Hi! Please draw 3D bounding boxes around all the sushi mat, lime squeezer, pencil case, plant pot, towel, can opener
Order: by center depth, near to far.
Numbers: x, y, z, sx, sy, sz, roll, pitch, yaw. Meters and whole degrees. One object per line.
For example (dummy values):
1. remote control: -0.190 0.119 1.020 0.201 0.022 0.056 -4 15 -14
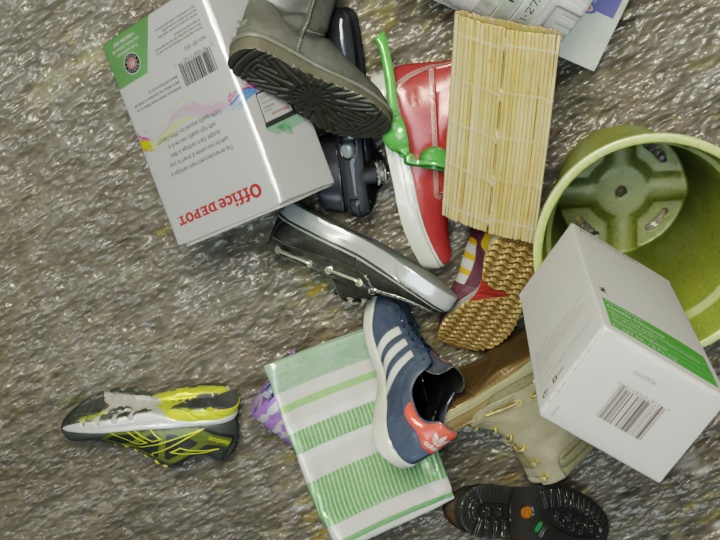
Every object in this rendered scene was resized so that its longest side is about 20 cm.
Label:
1. sushi mat: 0.116 -0.117 0.893 0.095 0.012 0.201 19 131 23
2. plant pot: 0.251 -0.049 0.958 0.198 0.184 0.202 2 112 5
3. lime squeezer: 0.065 -0.121 0.967 0.200 0.038 0.071 45 69 -2
4. can opener: -0.012 -0.148 1.005 0.078 0.063 0.202 -1 111 5
5. towel: 0.003 0.166 1.076 0.151 0.023 0.202 -19 89 -24
6. pencil case: -0.023 0.171 1.123 0.200 0.084 0.086 39 86 -12

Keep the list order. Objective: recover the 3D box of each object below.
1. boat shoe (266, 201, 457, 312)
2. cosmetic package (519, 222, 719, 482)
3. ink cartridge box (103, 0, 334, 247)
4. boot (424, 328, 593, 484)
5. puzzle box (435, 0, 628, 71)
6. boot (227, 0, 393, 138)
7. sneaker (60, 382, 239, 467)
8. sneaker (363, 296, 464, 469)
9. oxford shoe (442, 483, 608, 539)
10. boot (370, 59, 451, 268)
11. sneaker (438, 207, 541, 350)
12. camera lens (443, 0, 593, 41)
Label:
1. boat shoe: 0.000 0.000 1.040 0.199 0.071 0.064 28 98 14
2. cosmetic package: 0.189 0.054 0.796 0.107 0.200 0.085 29 113 -9
3. ink cartridge box: -0.129 -0.141 0.954 0.144 0.084 0.202 -18 95 40
4. boot: 0.145 0.165 1.089 0.199 0.073 0.156 -30 114 -10
5. puzzle box: 0.154 -0.282 0.961 0.198 0.025 0.134 23 110 -5
6. boot: -0.031 -0.238 0.928 0.181 0.202 0.072 30 146 -36
7. sneaker: -0.226 0.178 1.140 0.198 0.075 0.085 -4 111 6
8. sneaker: 0.057 0.090 1.026 0.084 0.202 0.075 -28 141 29
9. oxford shoe: 0.180 0.265 1.151 0.198 0.084 0.073 17 76 -19
10. boot: 0.100 -0.106 1.011 0.143 0.072 0.202 -11 106 7
11. sneaker: 0.133 -0.002 1.049 0.074 0.091 0.201 16 138 -9
12. camera lens: 0.106 -0.293 0.861 0.199 0.160 0.161 28 111 -7
